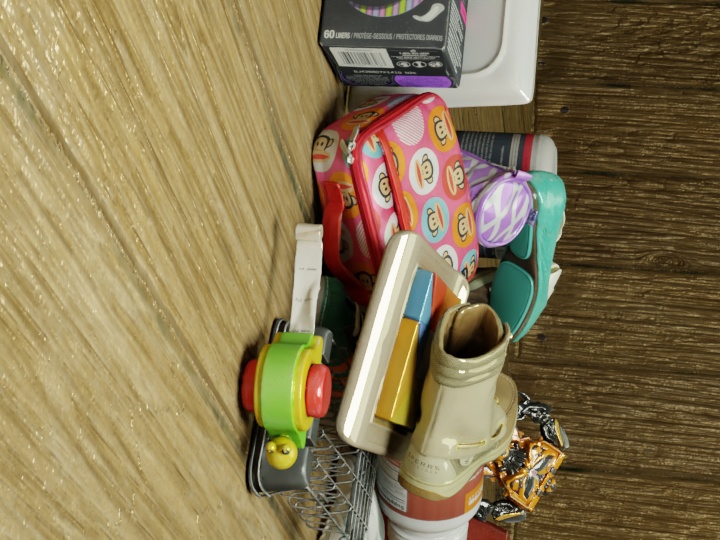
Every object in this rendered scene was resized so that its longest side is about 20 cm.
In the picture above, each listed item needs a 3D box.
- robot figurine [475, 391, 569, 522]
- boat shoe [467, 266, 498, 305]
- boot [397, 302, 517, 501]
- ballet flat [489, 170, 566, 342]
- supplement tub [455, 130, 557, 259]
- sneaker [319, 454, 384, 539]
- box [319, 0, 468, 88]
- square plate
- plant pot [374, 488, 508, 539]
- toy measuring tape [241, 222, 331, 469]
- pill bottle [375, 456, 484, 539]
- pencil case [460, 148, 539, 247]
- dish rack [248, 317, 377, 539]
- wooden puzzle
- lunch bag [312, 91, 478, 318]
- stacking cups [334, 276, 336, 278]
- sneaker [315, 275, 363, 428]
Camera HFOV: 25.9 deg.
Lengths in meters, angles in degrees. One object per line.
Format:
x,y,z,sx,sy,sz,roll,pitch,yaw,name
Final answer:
0.133,0.185,1.690,0.146,0.199,0.058,-58,-169,-4,robot figurine
0.096,0.040,1.694,0.199,0.076,0.072,-20,126,-56,boat shoe
0.103,0.096,1.404,0.200,0.072,0.157,-35,141,-55,boot
0.184,-0.014,1.647,0.067,0.070,0.202,40,-45,44,ballet flat
0.115,-0.085,1.739,0.140,0.198,0.142,4,90,-80,supplement tub
-0.012,0.265,1.544,0.201,0.079,0.071,-103,177,-47,sneaker
0.038,-0.283,1.467,0.106,0.121,0.202,53,41,-72,box
0.080,-0.255,1.529,0.028,0.198,0.200,30,63,-59,square plate
0.075,0.368,1.737,0.201,0.174,0.201,79,17,-52,plant pot
-0.054,0.054,1.229,0.074,0.073,0.202,56,39,-73,toy measuring tape
0.071,0.190,1.587,0.112,0.111,0.202,-70,163,-57,pill bottle
0.086,-0.097,1.598,0.083,0.199,0.086,-3,116,-47,pencil case
-0.030,0.150,1.349,0.200,0.054,0.155,60,35,-56,dish rack
0.047,0.074,1.382,0.200,0.037,0.187,32,73,-68,wooden puzzle
0.026,-0.054,1.465,0.176,0.081,0.202,-35,119,-43,lunch bag
0.000,0.000,1.534,0.060,0.060,0.202,15,78,-79,stacking cups
-0.006,0.076,1.439,0.201,0.079,0.072,84,5,-50,sneaker
